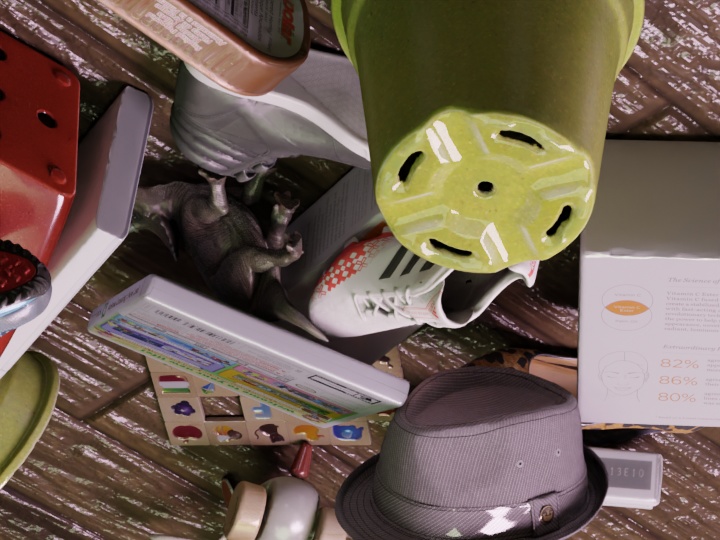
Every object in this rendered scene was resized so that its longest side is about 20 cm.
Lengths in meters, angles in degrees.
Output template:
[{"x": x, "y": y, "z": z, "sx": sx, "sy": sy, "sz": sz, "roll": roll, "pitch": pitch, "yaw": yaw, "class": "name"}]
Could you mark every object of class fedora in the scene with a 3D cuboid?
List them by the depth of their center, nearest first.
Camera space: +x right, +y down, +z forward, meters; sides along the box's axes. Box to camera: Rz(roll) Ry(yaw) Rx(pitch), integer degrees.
[{"x": 0.081, "y": 0.126, "z": 1.747, "sx": 0.200, "sy": 0.177, "sz": 0.090, "roll": -11, "pitch": 116, "yaw": -24, "class": "fedora"}]

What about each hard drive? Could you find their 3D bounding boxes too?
[{"x": -0.210, "y": -0.023, "z": 1.732, "sx": 0.027, "sy": 0.132, "sz": 0.200, "roll": 25, "pitch": 137, "yaw": -20, "class": "hard drive"}]

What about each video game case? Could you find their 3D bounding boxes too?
[{"x": -0.084, "y": 0.060, "z": 1.772, "sx": 0.200, "sy": 0.022, "sz": 0.182, "roll": 23, "pitch": 165, "yaw": -14, "class": "video game case"}]

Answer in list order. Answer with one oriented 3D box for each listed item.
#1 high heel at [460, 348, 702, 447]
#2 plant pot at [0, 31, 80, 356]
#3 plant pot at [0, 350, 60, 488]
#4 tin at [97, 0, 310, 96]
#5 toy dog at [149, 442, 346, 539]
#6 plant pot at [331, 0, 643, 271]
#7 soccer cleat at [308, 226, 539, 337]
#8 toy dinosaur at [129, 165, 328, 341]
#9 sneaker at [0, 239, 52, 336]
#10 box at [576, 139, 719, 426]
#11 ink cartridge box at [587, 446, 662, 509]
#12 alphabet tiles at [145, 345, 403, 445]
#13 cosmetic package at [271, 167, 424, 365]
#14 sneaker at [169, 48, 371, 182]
[{"x": 0.180, "y": 0.083, "z": 1.858, "sx": 0.143, "sy": 0.071, "sz": 0.200, "roll": -21, "pitch": 151, "yaw": 37, "class": "high heel"}, {"x": -0.293, "y": -0.067, "z": 1.656, "sx": 0.200, "sy": 0.200, "sz": 0.176, "roll": 28, "pitch": 124, "yaw": -26, "class": "plant pot"}, {"x": -0.360, "y": 0.081, "z": 1.852, "sx": 0.200, "sy": 0.200, "sz": 0.184, "roll": -25, "pitch": 122, "yaw": 32, "class": "plant pot"}, {"x": -0.110, "y": -0.186, "z": 1.536, "sx": 0.200, "sy": 0.112, "sz": 0.042, "roll": 33, "pitch": 133, "yaw": -31, "class": "tin"}, {"x": -0.074, "y": 0.202, "z": 2.044, "sx": 0.132, "sy": 0.096, "sz": 0.200, "roll": 29, "pitch": 154, "yaw": -27, "class": "toy dog"}, {"x": 0.077, "y": -0.106, "z": 1.528, "sx": 0.200, "sy": 0.184, "sz": 0.200, "roll": 2, "pitch": 136, "yaw": 2, "class": "plant pot"}, {"x": 0.041, "y": 0.009, "z": 1.668, "sx": 0.200, "sy": 0.085, "sz": 0.069, "roll": -26, "pitch": 131, "yaw": 31, "class": "soccer cleat"}, {"x": -0.085, "y": -0.016, "z": 1.741, "sx": 0.200, "sy": 0.077, "sz": 0.102, "roll": 42, "pitch": 130, "yaw": 13, "class": "toy dinosaur"}, {"x": -0.279, "y": 0.046, "z": 1.593, "sx": 0.200, "sy": 0.079, "sz": 0.096, "roll": -21, "pitch": 135, "yaw": 14, "class": "sneaker"}, {"x": 0.230, "y": 0.012, "z": 1.744, "sx": 0.152, "sy": 0.106, "sz": 0.200, "roll": 2, "pitch": 142, "yaw": 5, "class": "box"}, {"x": 0.138, "y": 0.160, "z": 1.964, "sx": 0.200, "sy": 0.044, "sz": 0.174, "roll": 4, "pitch": 175, "yaw": 6, "class": "ink cartridge box"}, {"x": -0.065, "y": 0.087, "z": 1.952, "sx": 0.200, "sy": 0.008, "sz": 0.167, "roll": -1, "pitch": 140, "yaw": 7, "class": "alphabet tiles"}, {"x": 0.000, "y": 0.000, "z": 1.785, "sx": 0.101, "sy": 0.071, "sz": 0.200, "roll": 26, "pitch": 137, "yaw": -24, "class": "cosmetic package"}, {"x": -0.038, "y": -0.096, "z": 1.679, "sx": 0.200, "sy": 0.071, "sz": 0.099, "roll": 20, "pitch": 143, "yaw": -12, "class": "sneaker"}]
